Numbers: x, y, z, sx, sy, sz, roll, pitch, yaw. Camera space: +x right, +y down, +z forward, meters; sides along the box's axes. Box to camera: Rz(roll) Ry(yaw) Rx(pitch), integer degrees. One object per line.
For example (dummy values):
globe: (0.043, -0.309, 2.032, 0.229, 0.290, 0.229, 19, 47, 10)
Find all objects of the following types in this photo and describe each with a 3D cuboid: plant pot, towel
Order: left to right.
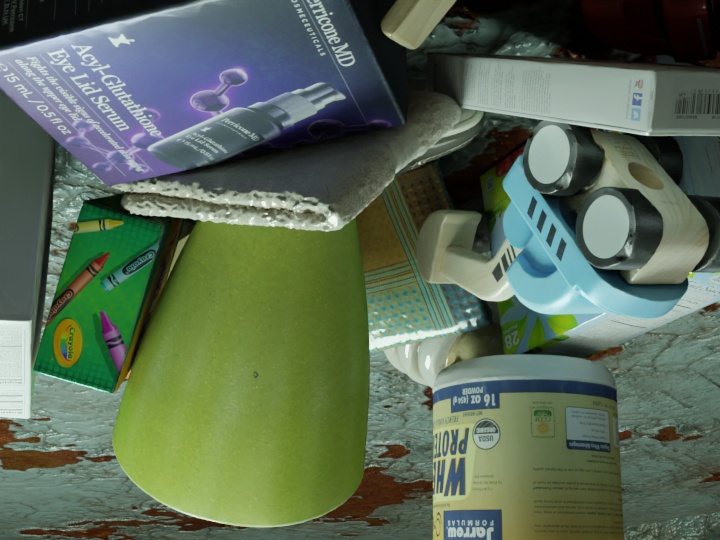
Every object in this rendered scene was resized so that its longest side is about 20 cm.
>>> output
plant pot: (-0.070, 0.040, 0.713, 0.187, 0.187, 0.201, 4, 115, -17)
towel: (-0.051, -0.072, 0.639, 0.200, 0.133, 0.035, 9, 130, 38)
towel: (0.000, 0.000, 0.858, 0.200, 0.147, 0.022, -15, -167, 30)

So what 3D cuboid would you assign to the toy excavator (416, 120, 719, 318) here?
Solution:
toy excavator: (0.122, -0.017, 0.685, 0.100, 0.195, 0.200, 1, 134, -34)

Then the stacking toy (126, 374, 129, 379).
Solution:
stacking toy: (-0.170, 0.089, 0.964, 0.199, 0.086, 0.085, 5, 156, 3)

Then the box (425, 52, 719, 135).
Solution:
box: (0.151, -0.106, 0.600, 0.144, 0.036, 0.200, -4, -164, -29)

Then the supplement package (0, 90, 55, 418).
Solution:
supplement package: (-0.289, -0.021, 0.691, 0.147, 0.192, 0.200, 5, 154, -16)

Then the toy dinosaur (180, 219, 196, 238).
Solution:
toy dinosaur: (-0.179, 0.003, 0.954, 0.101, 0.058, 0.200, 28, 136, -26)

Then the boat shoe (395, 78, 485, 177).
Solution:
boat shoe: (-0.004, -0.090, 0.726, 0.199, 0.067, 0.057, -5, 140, 20)

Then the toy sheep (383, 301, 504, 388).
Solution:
toy sheep: (0.071, 0.036, 0.924, 0.138, 0.200, 0.138, -15, 124, -24)

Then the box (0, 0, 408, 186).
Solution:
box: (-0.087, -0.140, 0.562, 0.199, 0.105, 0.148, -10, 155, 15)

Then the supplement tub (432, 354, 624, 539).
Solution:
supplement tub: (0.127, 0.174, 0.777, 0.144, 0.201, 0.144, 1, 164, 0)

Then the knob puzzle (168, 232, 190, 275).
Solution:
knob puzzle: (-0.111, 0.046, 0.888, 0.219, 0.220, 0.030, -8, -165, 10)

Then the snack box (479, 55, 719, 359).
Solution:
snack box: (0.183, -0.036, 0.758, 0.068, 0.169, 0.200, 10, 154, -30)

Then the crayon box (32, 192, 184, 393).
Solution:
crayon box: (-0.180, 0.009, 0.755, 0.058, 0.119, 0.200, 17, -176, -7)

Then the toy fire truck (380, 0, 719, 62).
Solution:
toy fire truck: (0.125, -0.168, 0.533, 0.199, 0.129, 0.176, -1, 160, 24)
